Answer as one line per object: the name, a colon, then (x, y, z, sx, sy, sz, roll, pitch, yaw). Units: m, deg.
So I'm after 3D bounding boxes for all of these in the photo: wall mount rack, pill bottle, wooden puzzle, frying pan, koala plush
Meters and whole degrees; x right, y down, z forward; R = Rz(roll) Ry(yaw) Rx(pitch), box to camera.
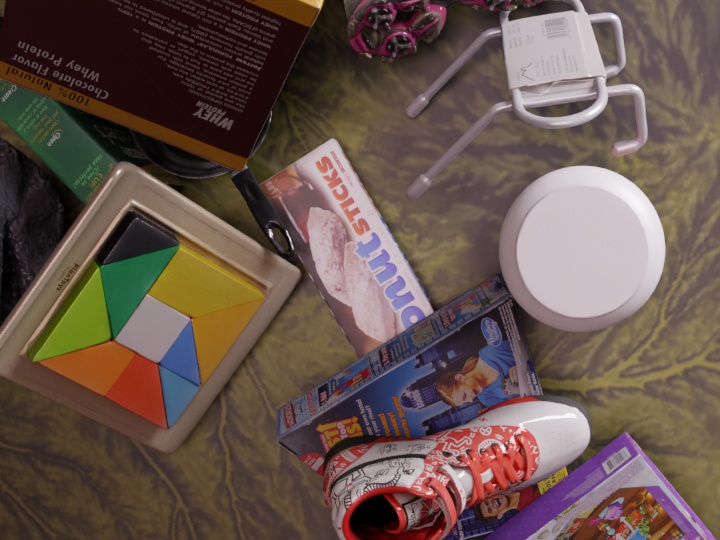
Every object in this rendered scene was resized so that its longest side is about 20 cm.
wall mount rack: (0.113, -0.126, 0.921, 0.172, 0.201, 0.075, -8, 126, 8)
pill bottle: (0.154, -0.016, 0.884, 0.111, 0.200, 0.113, 0, 92, 9)
wooden puzzle: (-0.157, 0.038, 0.956, 0.185, 0.200, 0.037, -54, 40, 5)
frying pan: (-0.096, -0.105, 1.000, 0.190, 0.031, 0.115, 36, 81, 7)
koala plush: (-0.349, -0.017, 0.989, 0.199, 0.177, 0.185, 4, 106, 23)

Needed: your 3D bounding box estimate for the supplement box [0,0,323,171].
supplement box: (-0.132, -0.205, 0.887, 0.196, 0.200, 0.133, 21, 57, -10)

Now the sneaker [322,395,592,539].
sneaker: (0.073, 0.147, 0.881, 0.200, 0.108, 0.068, -10, 106, -1)

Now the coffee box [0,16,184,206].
coffee box: (-0.234, -0.121, 0.989, 0.200, 0.123, 0.044, 45, 98, 7)

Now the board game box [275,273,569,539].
board game box: (0.045, 0.131, 0.963, 0.199, 0.062, 0.201, -18, 106, 2)

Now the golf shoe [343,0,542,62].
golf shoe: (0.078, -0.233, 0.947, 0.199, 0.073, 0.093, -18, 47, 13)

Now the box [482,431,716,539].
box: (0.163, 0.233, 0.950, 0.200, 0.039, 0.137, -38, 109, 9)

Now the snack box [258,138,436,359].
snack box: (0.000, 0.000, 1.001, 0.072, 0.024, 0.201, -31, 87, 8)
